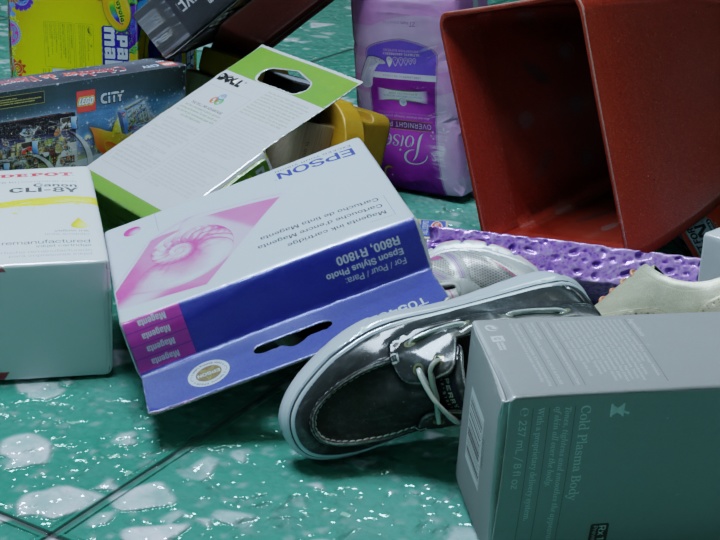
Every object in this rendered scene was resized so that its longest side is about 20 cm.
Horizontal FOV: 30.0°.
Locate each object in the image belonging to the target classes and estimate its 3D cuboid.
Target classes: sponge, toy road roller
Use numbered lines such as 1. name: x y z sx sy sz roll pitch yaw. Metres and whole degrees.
1. sponge: 0.152 0.006 0.956 0.199 0.030 0.112 8 -12 16
2. toy road roller: -0.067 -0.117 1.210 0.145 0.124 0.200 6 14 -40

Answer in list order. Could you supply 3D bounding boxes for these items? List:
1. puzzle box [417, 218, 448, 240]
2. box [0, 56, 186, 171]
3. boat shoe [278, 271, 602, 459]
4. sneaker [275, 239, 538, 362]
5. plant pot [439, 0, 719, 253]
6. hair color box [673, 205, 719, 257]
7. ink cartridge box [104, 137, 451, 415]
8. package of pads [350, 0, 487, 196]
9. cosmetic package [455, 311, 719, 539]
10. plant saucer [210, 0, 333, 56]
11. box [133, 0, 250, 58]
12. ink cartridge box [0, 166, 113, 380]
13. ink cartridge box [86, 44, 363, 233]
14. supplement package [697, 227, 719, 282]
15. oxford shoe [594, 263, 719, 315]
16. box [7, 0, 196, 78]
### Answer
1. puzzle box: 0.000 0.000 1.035 0.132 0.026 0.200 4 21 4
2. box: -0.233 -0.093 1.095 0.199 0.137 0.038 -16 27 -40
3. boat shoe: 0.048 0.055 0.768 0.199 0.072 0.071 -25 19 -8
4. sneaker: 0.028 0.034 0.889 0.199 0.082 0.088 -4 22 8
5. plant pot: 0.202 -0.128 1.058 0.175 0.201 0.200 -17 13 -23
6. hair color box: 0.342 -0.086 1.105 0.199 0.061 0.102 -33 21 7
7. ink cartridge box: -0.062 -0.006 0.868 0.195 0.043 0.200 -21 28 -6
8. package of pads: 0.056 -0.175 1.251 0.120 0.201 0.076 11 27 30
9. cosmetic package: 0.157 0.085 0.718 0.199 0.107 0.090 -2 27 -7
10. plant saucer: -0.050 -0.260 1.257 0.200 0.037 0.200 -38 7 -8
11. box: -0.104 -0.263 1.197 0.157 0.050 0.200 -37 7 15
12. ink cartridge box: -0.252 -0.003 0.933 0.144 0.084 0.200 -4 22 -13
13. ink cartridge box: -0.101 -0.083 1.058 0.200 0.076 0.148 -38 39 -21
14. supplement package: 0.317 0.045 0.828 0.199 0.118 0.117 22 29 40
15. oxford shoe: 0.169 0.036 0.837 0.199 0.074 0.071 -7 -11 27
16. box: -0.237 -0.194 1.267 0.121 0.201 0.193 5 22 7
